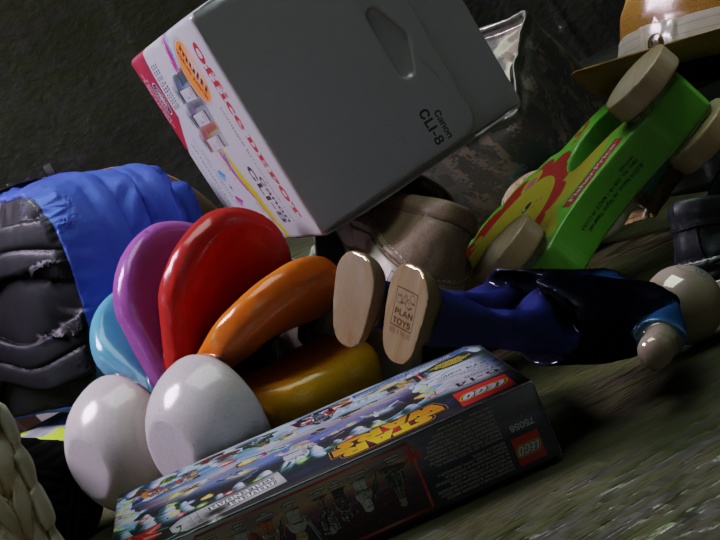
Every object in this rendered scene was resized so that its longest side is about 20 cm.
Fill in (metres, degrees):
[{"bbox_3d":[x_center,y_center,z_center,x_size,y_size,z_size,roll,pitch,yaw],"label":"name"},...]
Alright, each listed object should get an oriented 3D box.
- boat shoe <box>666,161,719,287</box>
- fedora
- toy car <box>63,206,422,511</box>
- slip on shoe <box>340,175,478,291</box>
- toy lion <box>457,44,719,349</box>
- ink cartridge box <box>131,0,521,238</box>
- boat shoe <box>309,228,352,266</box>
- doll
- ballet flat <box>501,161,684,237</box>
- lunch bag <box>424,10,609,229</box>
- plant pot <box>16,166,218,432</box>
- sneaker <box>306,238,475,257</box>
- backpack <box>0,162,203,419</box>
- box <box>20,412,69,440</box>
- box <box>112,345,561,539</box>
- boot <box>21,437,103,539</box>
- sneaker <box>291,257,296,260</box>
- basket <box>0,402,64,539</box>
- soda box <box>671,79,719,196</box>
[{"bbox_3d":[0.224,-0.042,0.921,0.074,0.066,0.199,-18,8,46],"label":"boat shoe"},{"bbox_3d":[0.224,-0.166,1.039,0.200,0.082,0.201,-8,-3,0],"label":"fedora"},{"bbox_3d":[-0.080,0.041,0.931,0.175,0.151,0.200,-29,9,-41],"label":"toy car"},{"bbox_3d":[0.031,-0.026,0.967,0.200,0.076,0.061,-95,29,-81],"label":"slip on shoe"},{"bbox_3d":[0.119,-0.034,0.995,0.200,0.069,0.192,-51,8,-4],"label":"toy lion"},{"bbox_3d":[-0.027,-0.114,0.980,0.144,0.146,0.200,-34,9,-14],"label":"ink cartridge box"},{"bbox_3d":[0.000,0.000,1.079,0.071,0.063,0.200,15,27,-20],"label":"boat shoe"},{"bbox_3d":[0.092,0.020,0.753,0.199,0.049,0.136,1,8,-35],"label":"doll"},{"bbox_3d":[0.151,-0.043,1.163,0.200,0.070,0.065,-36,23,59],"label":"ballet flat"},{"bbox_3d":[0.094,-0.096,1.295,0.199,0.164,0.118,-18,52,38],"label":"lunch bag"},{"bbox_3d":[-0.210,0.044,1.321,0.186,0.187,0.200,-19,22,31],"label":"plant pot"},{"bbox_3d":[0.000,0.014,1.153,0.199,0.084,0.074,-19,7,24],"label":"sneaker"},{"bbox_3d":[-0.176,0.002,1.098,0.167,0.163,0.200,-23,5,-29],"label":"backpack"},{"bbox_3d":[-0.165,0.110,1.120,0.200,0.048,0.122,-28,9,-33],"label":"box"},{"bbox_3d":[-0.017,0.096,0.763,0.199,0.040,0.137,-23,8,-5],"label":"box"},{"bbox_3d":[-0.270,0.131,0.937,0.157,0.080,0.211,-13,-24,38],"label":"boot"},{"bbox_3d":[-0.087,0.004,1.249,0.199,0.080,0.074,8,28,-22],"label":"sneaker"},{"bbox_3d":[-0.212,0.131,0.744,0.123,0.136,0.200,-24,7,-23],"label":"basket"},{"bbox_3d":[0.256,-0.093,1.086,0.068,0.064,0.200,-9,-3,-12],"label":"soda box"}]
